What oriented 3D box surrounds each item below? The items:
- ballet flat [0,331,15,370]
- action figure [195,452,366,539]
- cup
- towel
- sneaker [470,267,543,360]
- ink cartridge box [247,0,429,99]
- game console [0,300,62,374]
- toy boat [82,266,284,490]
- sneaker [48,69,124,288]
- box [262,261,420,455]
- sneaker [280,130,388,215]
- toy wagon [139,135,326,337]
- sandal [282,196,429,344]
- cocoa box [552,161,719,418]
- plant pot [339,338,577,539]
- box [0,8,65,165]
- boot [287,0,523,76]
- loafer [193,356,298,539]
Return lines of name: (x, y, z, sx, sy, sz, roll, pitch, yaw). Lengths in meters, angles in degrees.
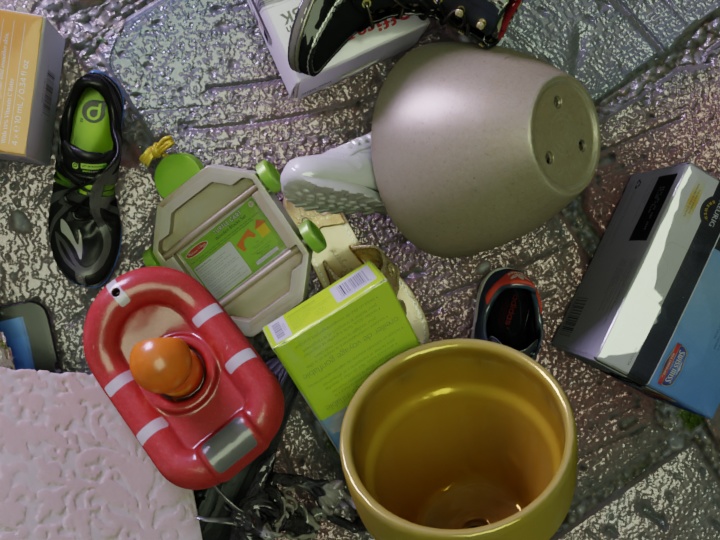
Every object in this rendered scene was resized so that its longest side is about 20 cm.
ballet flat: (-0.368, 0.039, 0.860, 0.075, 0.064, 0.202, -27, 73, -10)
action figure: (-0.047, 0.242, 0.884, 0.198, 0.102, 0.120, 22, 84, -34)
cup: (0.129, -0.114, 0.863, 0.198, 0.142, 0.204, 1, 89, -42)
towel: (-0.236, 0.178, 0.833, 0.198, 0.032, 0.193, 11, 50, -43)
sneaker: (0.139, 0.099, 0.940, 0.074, 0.084, 0.203, 2, 91, -7)
ink cartridge box: (-0.040, -0.288, 0.913, 0.145, 0.083, 0.202, -26, 93, -6)
game console: (-0.371, 0.140, 0.866, 0.197, 0.173, 0.120, -13, 124, -6)
toy boat: (-0.162, 0.084, 0.830, 0.130, 0.131, 0.201, -38, 74, -7)
sneaker: (-0.256, -0.086, 0.891, 0.070, 0.083, 0.203, 4, 91, -6)
box: (0.007, 0.104, 0.912, 0.121, 0.048, 0.201, -31, 122, -5)
sneaker: (0.007, -0.096, 0.902, 0.198, 0.076, 0.082, 0, 86, -42)
toy wagon: (-0.133, -0.039, 0.913, 0.154, 0.040, 0.201, -35, 94, 12)
sandal: (-0.005, 0.004, 0.929, 0.077, 0.070, 0.213, -36, 95, -5)
cocoa box: (0.301, 0.019, 0.933, 0.130, 0.133, 0.202, 26, 88, -7)
plant pot: (0.094, 0.197, 0.862, 0.198, 0.202, 0.190, -20, 135, -6)
box: (-0.382, -0.174, 0.868, 0.197, 0.097, 0.126, 7, 90, -6)
boot: (0.045, -0.228, 0.827, 0.153, 0.074, 0.205, 33, 81, 11)
loafer: (-0.112, 0.179, 0.928, 0.070, 0.068, 0.202, 33, 84, -39)
